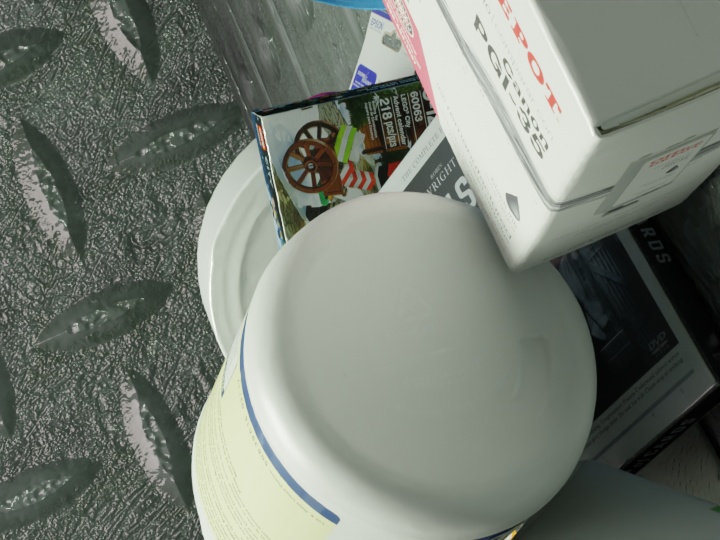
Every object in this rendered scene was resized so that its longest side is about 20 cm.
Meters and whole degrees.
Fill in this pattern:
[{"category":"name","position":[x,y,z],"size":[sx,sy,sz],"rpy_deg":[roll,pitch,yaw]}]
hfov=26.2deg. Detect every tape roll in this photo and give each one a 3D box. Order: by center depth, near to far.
[{"category":"tape roll","position":[0.000,0.000,0.967],"size":[0.071,0.201,0.204],"rpy_deg":[-134,21,-72]}]

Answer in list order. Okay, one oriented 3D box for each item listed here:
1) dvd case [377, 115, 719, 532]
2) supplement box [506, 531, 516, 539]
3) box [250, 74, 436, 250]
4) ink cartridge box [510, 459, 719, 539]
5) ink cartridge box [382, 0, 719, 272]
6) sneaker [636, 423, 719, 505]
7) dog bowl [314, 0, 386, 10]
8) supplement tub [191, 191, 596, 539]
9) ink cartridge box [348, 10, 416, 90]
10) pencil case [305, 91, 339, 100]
[{"category":"dvd case","position":[0.081,0.007,0.726],"size":[0.150,0.025,0.201],"rpy_deg":[-51,55,42]},{"category":"supplement box","position":[0.092,0.167,0.883],"size":[0.200,0.073,0.127],"rpy_deg":[113,139,-61]},{"category":"box","position":[0.027,-0.003,0.851],"size":[0.038,0.136,0.202],"rpy_deg":[-138,36,-74]},{"category":"ink cartridge box","position":[0.150,0.195,0.651],"size":[0.145,0.084,0.201],"rpy_deg":[15,136,42]},{"category":"ink cartridge box","position":[0.069,-0.097,0.532],"size":[0.200,0.082,0.147],"rpy_deg":[96,151,-79]},{"category":"sneaker","position":[0.129,0.083,0.775],"size":[0.089,0.075,0.202],"rpy_deg":[85,171,-78]},{"category":"dog bowl","position":[-0.006,-0.193,0.752],"size":[0.200,0.111,0.050],"rpy_deg":[86,-167,-75]},{"category":"supplement tub","position":[0.004,0.072,0.677],"size":[0.146,0.144,0.200],"rpy_deg":[65,155,18]},{"category":"ink cartridge box","position":[0.010,-0.071,1.046],"size":[0.099,0.039,0.201],"rpy_deg":[45,120,62]},{"category":"pencil case","position":[0.001,-0.061,1.306],"size":[0.089,0.088,0.201],"rpy_deg":[74,172,-51]}]
